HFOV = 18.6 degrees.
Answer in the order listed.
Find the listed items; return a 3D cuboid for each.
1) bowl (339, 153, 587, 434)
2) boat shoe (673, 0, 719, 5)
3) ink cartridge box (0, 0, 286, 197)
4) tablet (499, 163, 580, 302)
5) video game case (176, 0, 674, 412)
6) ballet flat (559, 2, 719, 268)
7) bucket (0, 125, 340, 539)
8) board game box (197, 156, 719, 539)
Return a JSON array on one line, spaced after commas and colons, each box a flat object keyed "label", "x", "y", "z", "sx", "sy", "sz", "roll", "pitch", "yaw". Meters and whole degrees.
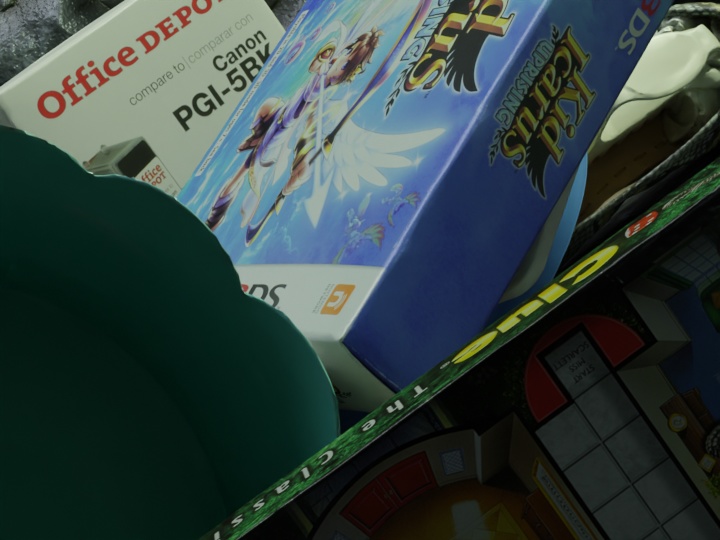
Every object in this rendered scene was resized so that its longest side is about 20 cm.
[{"label": "bowl", "x": 0.000, "y": 0.000, "z": 0.851, "sx": 0.200, "sy": 0.039, "sz": 0.201, "roll": -38, "pitch": 28, "yaw": 24}, {"label": "boat shoe", "x": 0.152, "y": -0.105, "z": 1.026, "sx": 0.199, "sy": 0.070, "sz": 0.066, "roll": -25, "pitch": 9, "yaw": 23}, {"label": "ink cartridge box", "x": -0.074, "y": -0.029, "z": 1.026, "sx": 0.147, "sy": 0.200, "sz": 0.083, "roll": -40, "pitch": 9, "yaw": -27}, {"label": "tablet", "x": 0.009, "y": -0.020, "z": 0.801, "sx": 0.200, "sy": 0.014, "sz": 0.131, "roll": -22, "pitch": 37, "yaw": 46}, {"label": "video game case", "x": 0.009, "y": -0.046, "z": 0.769, "sx": 0.181, "sy": 0.045, "sz": 0.201, "roll": 0, "pitch": 54, "yaw": 58}, {"label": "ballet flat", "x": 0.084, "y": -0.049, "z": 0.904, "sx": 0.200, "sy": 0.072, "sz": 0.072, "roll": -36, "pitch": 7, "yaw": -11}, {"label": "bucket", "x": -0.105, "y": 0.077, "z": 0.517, "sx": 0.207, "sy": 0.208, "sz": 0.135, "roll": -38, "pitch": 1, "yaw": -15}, {"label": "board game box", "x": 0.026, "y": 0.067, "z": 0.320, "sx": 0.200, "sy": 0.105, "sz": 0.023, "roll": -37, "pitch": 10, "yaw": -1}]
